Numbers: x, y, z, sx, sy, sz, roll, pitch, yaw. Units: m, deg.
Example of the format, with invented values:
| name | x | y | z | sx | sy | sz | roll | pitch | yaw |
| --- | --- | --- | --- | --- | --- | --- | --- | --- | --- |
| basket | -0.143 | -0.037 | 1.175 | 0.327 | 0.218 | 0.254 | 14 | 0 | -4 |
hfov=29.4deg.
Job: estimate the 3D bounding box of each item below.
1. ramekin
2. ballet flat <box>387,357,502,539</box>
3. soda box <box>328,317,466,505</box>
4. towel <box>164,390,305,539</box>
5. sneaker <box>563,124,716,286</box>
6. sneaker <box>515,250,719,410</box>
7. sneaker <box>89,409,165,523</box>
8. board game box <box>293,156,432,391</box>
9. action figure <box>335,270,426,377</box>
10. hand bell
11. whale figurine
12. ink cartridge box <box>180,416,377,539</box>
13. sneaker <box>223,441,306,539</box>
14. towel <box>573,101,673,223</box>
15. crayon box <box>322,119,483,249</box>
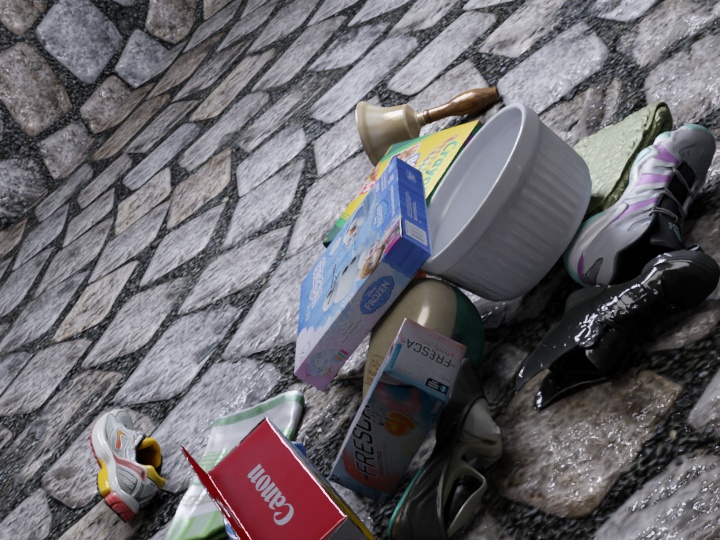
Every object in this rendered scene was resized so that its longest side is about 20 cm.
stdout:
| name | x | y | z | sx | sy | sz | roll | pitch | yaw |
| --- | --- | --- | --- | --- | --- | --- | --- | --- | --- |
| ramekin | 0.151 | -0.063 | 1.423 | 0.201 | 0.105 | 0.200 | -53 | 14 | 19 |
| ballet flat | 0.090 | 0.174 | 1.258 | 0.068 | 0.068 | 0.201 | 12 | 61 | 21 |
| soda box | 0.031 | 0.133 | 1.256 | 0.200 | 0.063 | 0.069 | 113 | -178 | -50 |
| towel | -0.146 | 0.229 | 1.576 | 0.149 | 0.031 | 0.200 | -26 | 27 | 34 |
| sneaker | 0.298 | -0.049 | 1.327 | 0.200 | 0.078 | 0.140 | -51 | 24 | 1 |
| sneaker | 0.235 | 0.056 | 1.253 | 0.199 | 0.060 | 0.105 | -23 | 32 | 41 |
| sneaker | -0.287 | 0.237 | 1.741 | 0.082 | 0.078 | 0.200 | -36 | 32 | 2 |
| board game box | 0.000 | 0.000 | 1.490 | 0.199 | 0.043 | 0.200 | -54 | 16 | 22 |
| action figure | 0.037 | 0.043 | 1.586 | 0.201 | 0.104 | 0.193 | -69 | 19 | -3 |
| hand bell | 0.103 | -0.223 | 1.959 | 0.199 | 0.104 | 0.104 | -18 | 30 | 20 |
| whale figurine | 0.060 | 0.110 | 1.408 | 0.159 | 0.103 | 0.201 | 5 | 74 | 66 |
| ink cartridge box | -0.055 | 0.223 | 1.218 | 0.084 | 0.176 | 0.200 | -42 | 32 | -5 |
| sneaker | -0.090 | 0.244 | 1.403 | 0.082 | 0.074 | 0.200 | -23 | 32 | 9 |
| towel | 0.260 | -0.096 | 1.499 | 0.148 | 0.036 | 0.200 | -26 | 26 | 49 |
| crayon box | 0.066 | -0.098 | 1.794 | 0.172 | 0.058 | 0.200 | -12 | 36 | 49 |
